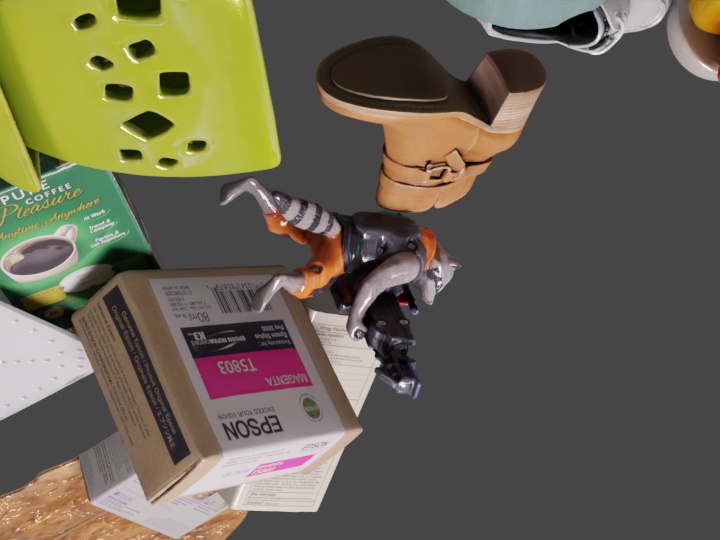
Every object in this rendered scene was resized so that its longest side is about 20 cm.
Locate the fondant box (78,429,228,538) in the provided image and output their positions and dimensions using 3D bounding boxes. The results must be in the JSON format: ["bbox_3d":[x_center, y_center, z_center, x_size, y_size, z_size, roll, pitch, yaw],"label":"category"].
[{"bbox_3d":[-0.148,0.173,1.610,0.199,0.059,0.144,-31,146,16],"label":"fondant box"}]

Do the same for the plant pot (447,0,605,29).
[{"bbox_3d":[0.104,-0.261,1.012,0.198,0.202,0.197,-17,157,-6],"label":"plant pot"}]

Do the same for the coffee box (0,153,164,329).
[{"bbox_3d":[-0.229,-0.029,1.276,0.122,0.044,0.201,-21,148,0],"label":"coffee box"}]

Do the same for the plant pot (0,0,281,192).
[{"bbox_3d":[-0.157,-0.173,0.972,0.179,0.202,0.200,-12,148,-2],"label":"plant pot"}]

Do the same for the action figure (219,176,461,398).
[{"bbox_3d":[0.000,0.000,1.328,0.192,0.201,0.105,5,127,-34],"label":"action figure"}]

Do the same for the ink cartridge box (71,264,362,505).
[{"bbox_3d":[-0.111,0.084,1.330,0.075,0.166,0.199,-38,160,32],"label":"ink cartridge box"}]

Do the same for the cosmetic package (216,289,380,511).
[{"bbox_3d":[-0.057,0.111,1.486,0.103,0.073,0.202,9,111,-41],"label":"cosmetic package"}]

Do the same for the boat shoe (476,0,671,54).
[{"bbox_3d":[0.158,-0.191,1.240,0.199,0.072,0.070,0,142,-33],"label":"boat shoe"}]

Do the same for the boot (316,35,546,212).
[{"bbox_3d":[0.037,-0.103,1.303,0.198,0.074,0.155,0,146,-26],"label":"boot"}]

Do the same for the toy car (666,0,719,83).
[{"bbox_3d":[0.344,-0.181,1.256,0.198,0.152,0.175,-12,166,-27],"label":"toy car"}]

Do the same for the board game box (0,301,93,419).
[{"bbox_3d":[-0.332,0.064,1.319,0.199,0.026,0.199,-26,144,29],"label":"board game box"}]
